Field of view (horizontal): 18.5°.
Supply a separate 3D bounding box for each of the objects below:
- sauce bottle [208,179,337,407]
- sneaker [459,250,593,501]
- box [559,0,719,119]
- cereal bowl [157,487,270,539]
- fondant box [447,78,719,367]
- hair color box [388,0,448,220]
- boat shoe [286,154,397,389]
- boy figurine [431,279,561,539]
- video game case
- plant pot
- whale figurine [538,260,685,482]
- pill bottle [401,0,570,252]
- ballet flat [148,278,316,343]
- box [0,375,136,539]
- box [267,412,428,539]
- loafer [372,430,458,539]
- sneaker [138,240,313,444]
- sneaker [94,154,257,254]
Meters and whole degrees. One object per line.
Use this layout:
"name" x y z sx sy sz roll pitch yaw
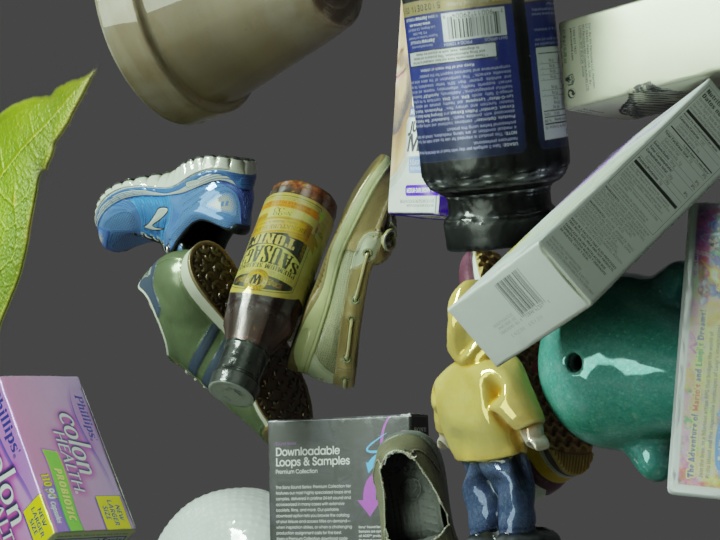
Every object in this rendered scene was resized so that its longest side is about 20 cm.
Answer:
"sauce bottle" -0.075 0.019 1.837 0.066 0.066 0.200 -20 43 45
"sneaker" 0.102 0.082 1.696 0.090 0.075 0.200 -34 62 34
"box" 0.239 -0.159 1.559 0.200 0.082 0.069 -11 79 48
"cereal bowl" -0.125 0.290 1.927 0.200 0.083 0.201 -2 87 47
"fondant box" 0.167 -0.032 1.521 0.058 0.200 0.144 49 150 0
"hair color box" 0.072 -0.141 1.728 0.109 0.065 0.201 -177 92 -70
"boat shoe" -0.001 0.001 1.830 0.073 0.063 0.201 -72 3 -76
"boy figurine" 0.094 0.107 1.621 0.124 0.064 0.201 -18 77 56
"video game case" 0.300 0.058 1.468 0.182 0.024 0.201 4 87 26
"plant pot" -0.098 -0.239 1.873 0.173 0.200 0.201 -14 77 28
"whale figurine" 0.210 0.072 1.559 0.200 0.104 0.160 14 98 45
"pill bottle" 0.094 -0.118 1.620 0.112 0.112 0.201 -2 96 47
"ballet flat" -0.113 0.032 1.942 0.200 0.062 0.068 -1 87 47
"box" -0.332 0.230 2.144 0.200 0.097 0.176 -45 56 35
"box" -0.008 0.219 1.815 0.143 0.036 0.201 -4 85 32
"loafer" 0.046 0.224 1.727 0.075 0.070 0.200 -18 81 11
"sneaker" -0.120 0.069 1.893 0.090 0.067 0.200 -14 112 40
"sneaker" -0.171 -0.042 1.999 0.200 0.078 0.089 -17 73 45
